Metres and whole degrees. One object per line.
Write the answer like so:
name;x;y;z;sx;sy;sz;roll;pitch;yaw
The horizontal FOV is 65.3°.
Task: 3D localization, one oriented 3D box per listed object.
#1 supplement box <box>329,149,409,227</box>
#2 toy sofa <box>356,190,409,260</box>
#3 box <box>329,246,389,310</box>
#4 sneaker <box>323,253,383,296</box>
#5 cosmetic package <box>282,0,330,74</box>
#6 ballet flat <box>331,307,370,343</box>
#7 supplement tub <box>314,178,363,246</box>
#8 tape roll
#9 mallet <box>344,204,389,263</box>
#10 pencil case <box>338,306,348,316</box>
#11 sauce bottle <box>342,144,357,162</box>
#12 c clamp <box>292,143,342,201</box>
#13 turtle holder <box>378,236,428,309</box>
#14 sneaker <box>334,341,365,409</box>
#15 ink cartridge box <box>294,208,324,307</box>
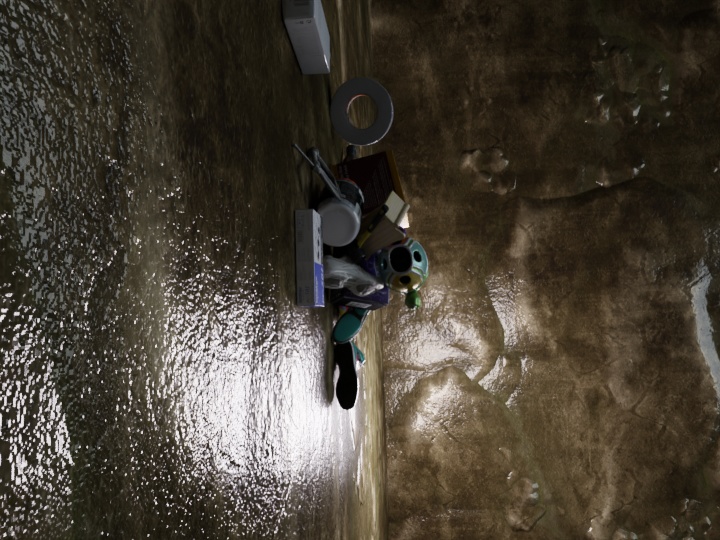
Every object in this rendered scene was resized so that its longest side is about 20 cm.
supplement box;0.027;-0.223;1.692;0.133;0.196;0.201;69;8;-64
toy sofa;0.046;-0.114;1.476;0.199;0.097;0.083;-30;-156;50
box;0.000;0.000;1.602;0.104;0.145;0.205;152;-57;-61
sneaker;-0.021;0.002;1.490;0.078;0.197;0.101;-41;-136;39
cosmetic package;-0.116;-0.534;1.242;0.200;0.072;0.104;72;17;-74
ballet flat;-0.020;0.142;1.655;0.201;0.073;0.075;-49;151;-26
supplement tub;-0.054;-0.157;1.440;0.201;0.120;0.125;-80;167;-60
tape roll;0.005;-0.496;1.759;0.066;0.195;0.205;-68;155;-75
mallet;0.014;-0.103;1.415;0.066;0.041;0.201;52;-43;23
pencil case;-0.033;0.070;1.722;0.089;0.086;0.204;-81;165;-61
sauce bottle;-0.033;-0.355;1.965;0.065;0.063;0.203;79;11;-53
c clamp;-0.091;-0.240;1.305;0.172;0.027;0.201;52;9;-17
turtle holder;0.109;0.001;1.502;0.132;0.138;0.190;44;58;-77
sneaker;-0.032;0.307;1.679;0.121;0.082;0.205;27;60;-72
ink cartridge box;-0.110;-0.024;1.221;0.094;0.043;0.205;33;56;-80
